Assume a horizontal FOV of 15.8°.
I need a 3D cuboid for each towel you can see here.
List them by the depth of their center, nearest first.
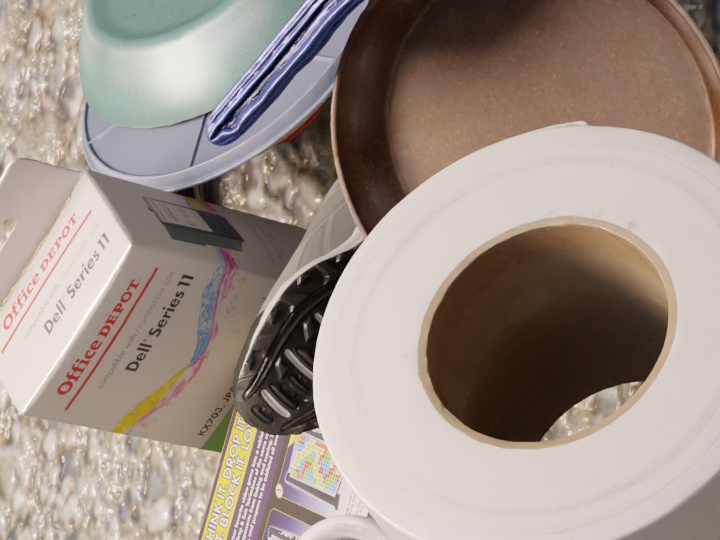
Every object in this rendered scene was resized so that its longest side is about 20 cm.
[{"bbox_3d":[0.006,-0.139,1.201,0.024,0.200,0.145,42,123,-3],"label":"towel"}]

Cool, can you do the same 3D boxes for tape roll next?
[{"bbox_3d":[0.096,0.059,1.082,0.202,0.139,0.203,-11,56,17],"label":"tape roll"}]

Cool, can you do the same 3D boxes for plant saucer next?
[{"bbox_3d":[0.083,-0.062,1.204,0.199,0.034,0.201,8,112,21],"label":"plant saucer"},{"bbox_3d":[-0.080,-0.164,1.406,0.199,0.036,0.201,-24,39,22],"label":"plant saucer"}]

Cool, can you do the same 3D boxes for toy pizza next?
[{"bbox_3d":[-0.064,-0.114,1.396,0.200,0.032,0.201,-24,39,22],"label":"toy pizza"}]

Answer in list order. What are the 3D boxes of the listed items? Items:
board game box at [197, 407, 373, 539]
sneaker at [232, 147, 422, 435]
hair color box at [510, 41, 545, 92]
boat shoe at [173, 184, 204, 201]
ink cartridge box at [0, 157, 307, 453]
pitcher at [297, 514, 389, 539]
[{"bbox_3d":[-0.014,0.155,1.297,0.165,0.057,0.201,20,95,50],"label":"board game box"},{"bbox_3d":[0.000,0.000,1.284,0.200,0.074,0.079,-56,20,-22],"label":"sneaker"},{"bbox_3d":[0.099,-0.187,1.264,0.099,0.060,0.201,21,96,48],"label":"hair color box"},{"bbox_3d":[-0.122,-0.031,1.462,0.074,0.062,0.201,-18,68,41],"label":"boat shoe"},{"bbox_3d":[-0.113,0.022,1.333,0.117,0.199,0.067,-56,46,21],"label":"ink cartridge box"},{"bbox_3d":[0.025,0.220,1.174,0.171,0.121,0.201,14,85,24],"label":"pitcher"}]
